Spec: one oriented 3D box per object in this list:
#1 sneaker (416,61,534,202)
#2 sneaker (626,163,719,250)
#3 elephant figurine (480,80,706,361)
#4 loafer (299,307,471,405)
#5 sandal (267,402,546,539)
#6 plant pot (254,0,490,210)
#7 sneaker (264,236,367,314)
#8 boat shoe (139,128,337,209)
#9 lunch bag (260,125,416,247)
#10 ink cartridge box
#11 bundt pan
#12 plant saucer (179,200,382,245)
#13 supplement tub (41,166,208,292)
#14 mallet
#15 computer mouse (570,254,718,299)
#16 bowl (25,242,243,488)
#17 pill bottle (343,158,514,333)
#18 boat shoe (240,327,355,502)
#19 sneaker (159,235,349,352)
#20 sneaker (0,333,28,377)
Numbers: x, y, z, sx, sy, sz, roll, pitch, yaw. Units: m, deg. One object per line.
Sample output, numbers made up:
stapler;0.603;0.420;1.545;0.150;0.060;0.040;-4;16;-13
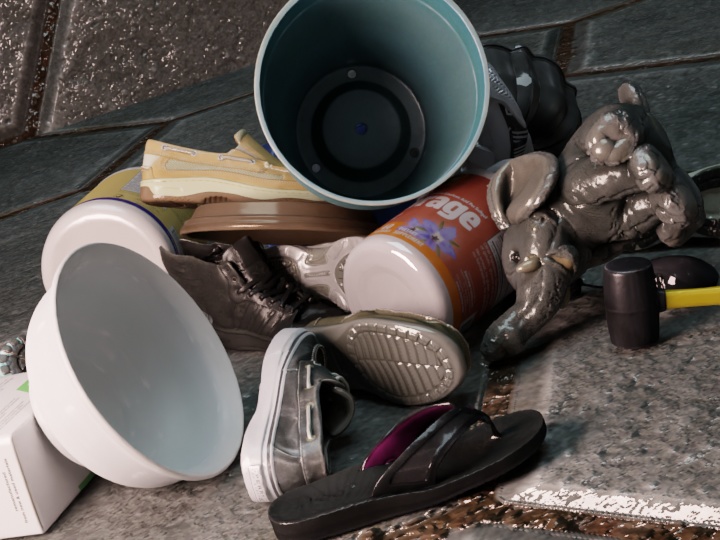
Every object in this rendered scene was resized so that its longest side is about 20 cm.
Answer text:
sneaker;0.105;-0.090;1.446;0.114;0.201;0.075;-22;32;0
sneaker;0.289;-0.061;1.409;0.198;0.078;0.088;3;10;36
elephant figurine;0.165;-0.041;1.259;0.199;0.142;0.155;-37;-10;22
loafer;0.019;0.057;1.233;0.069;0.076;0.199;-32;22;-35
sandal;0.032;0.126;1.032;0.198;0.049;0.075;-19;16;-9
plant pot;0.006;-0.144;1.385;0.198;0.202;0.188;-17;-5;-5
sneaker;0.000;0.000;1.456;0.198;0.079;0.099;6;12;38
boat shoe;-0.111;-0.098;1.488;0.197;0.077;0.072;3;-5;-10
lunch bag;-0.011;-0.094;1.669;0.131;0.137;0.200;-7;16;27
ink cartridge box;-0.317;0.150;1.231;0.198;0.085;0.146;-10;17;19
bundt pan;0.132;-0.118;1.532;0.199;0.204;0.076;-16;37;-1
plant saucer;-0.072;-0.044;1.474;0.197;0.030;0.200;1;-4;0
supplement tub;-0.242;-0.027;1.653;0.144;0.147;0.200;-12;16;12
mallet;0.280;0.027;1.164;0.197;0.067;0.041;2;20;8
computer mouse;0.212;0.004;1.300;0.199;0.034;0.058;0;23;46
bowl;-0.186;0.087;1.179;0.090;0.202;0.201;-34;7;24
pill bottle;0.085;-0.018;1.330;0.111;0.113;0.199;-1;26;44
boat shoe;-0.037;0.107;1.155;0.070;0.073;0.201;-7;28;9
sneaker;-0.096;0.018;1.426;0.198;0.105;0.060;-1;21;43
sneaker;-0.238;0.091;1.373;0.198;0.078;0.087;-5;-36;-36
